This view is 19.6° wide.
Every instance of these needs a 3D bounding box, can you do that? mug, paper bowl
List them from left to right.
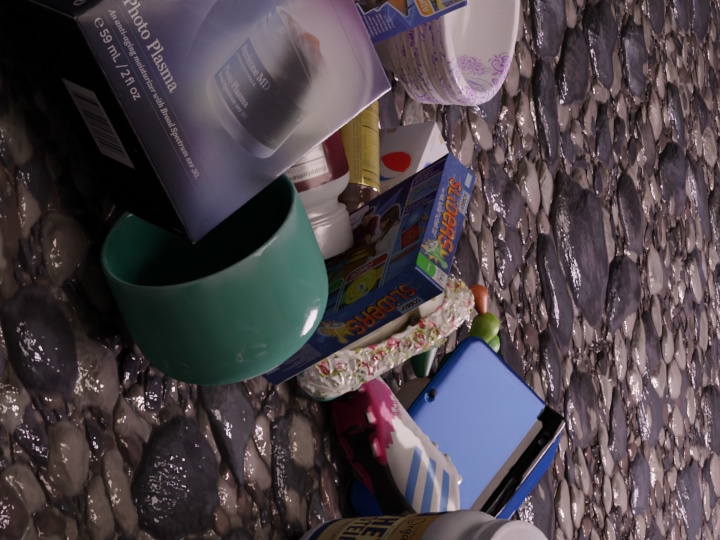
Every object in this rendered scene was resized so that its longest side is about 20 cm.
[{"bbox_3d":[-0.096,0.002,1.532,0.185,0.152,0.115,-66,144,-49],"label":"mug"},{"bbox_3d":[0.073,-0.261,2.006,0.201,0.104,0.201,6,90,-65],"label":"paper bowl"}]

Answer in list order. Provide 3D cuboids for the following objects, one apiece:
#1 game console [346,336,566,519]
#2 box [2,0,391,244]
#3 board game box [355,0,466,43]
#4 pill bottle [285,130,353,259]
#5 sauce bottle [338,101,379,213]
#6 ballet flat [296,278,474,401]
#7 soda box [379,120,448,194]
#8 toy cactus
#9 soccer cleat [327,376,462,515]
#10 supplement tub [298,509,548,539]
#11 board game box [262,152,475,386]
[{"bbox_3d":[0.086,0.189,1.924,0.200,0.118,0.171,-50,166,-18],"label":"game console"},{"bbox_3d":[-0.113,-0.164,1.476,0.198,0.123,0.200,-40,126,-20],"label":"box"},{"bbox_3d":[-0.004,-0.291,1.820,0.034,0.135,0.200,-103,169,-52],"label":"board game box"},{"bbox_3d":[-0.073,-0.106,1.658,0.114,0.114,0.200,-36,116,-62],"label":"pill bottle"},{"bbox_3d":[-0.015,-0.073,1.831,0.065,0.065,0.200,34,53,-58],"label":"sauce bottle"},{"bbox_3d":[0.025,0.044,1.790,0.200,0.076,0.064,-33,136,-34],"label":"ballet flat"},{"bbox_3d":[0.031,-0.052,1.927,0.200,0.064,0.068,-69,143,-47],"label":"soda box"},{"bbox_3d":[0.070,0.100,1.961,0.165,0.102,0.200,-42,125,-39],"label":"toy cactus"},{"bbox_3d":[0.039,0.166,1.820,0.086,0.070,0.200,-18,82,-39],"label":"soccer cleat"},{"bbox_3d":[0.050,0.267,1.684,0.144,0.200,0.145,15,71,-50],"label":"supplement tub"},{"bbox_3d":[0.000,0.000,1.687,0.034,0.200,0.136,40,43,-23],"label":"board game box"}]
